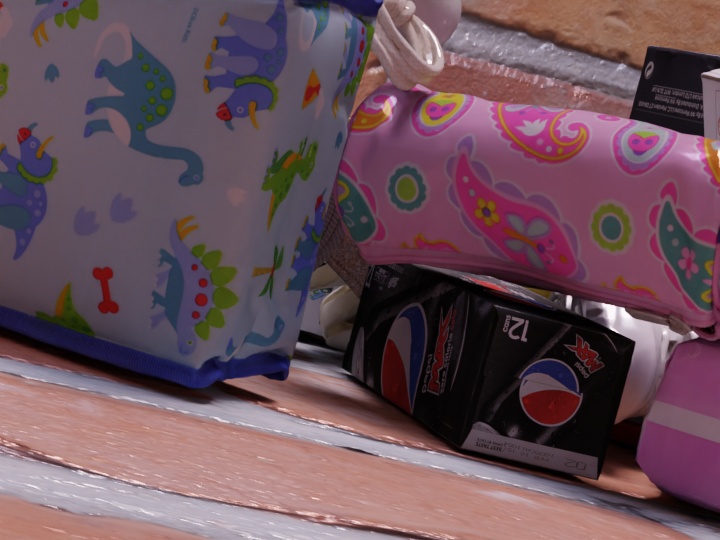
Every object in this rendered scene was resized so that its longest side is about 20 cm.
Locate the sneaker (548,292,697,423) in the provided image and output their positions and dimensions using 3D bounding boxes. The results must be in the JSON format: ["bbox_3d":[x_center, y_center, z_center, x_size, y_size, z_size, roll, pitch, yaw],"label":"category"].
[{"bbox_3d":[0.136,0.037,1.383,0.099,0.078,0.200,15,5,1],"label":"sneaker"}]

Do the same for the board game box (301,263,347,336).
[{"bbox_3d":[-0.042,0.007,1.542,0.199,0.035,0.126,17,3,-22],"label":"board game box"}]

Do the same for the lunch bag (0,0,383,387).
[{"bbox_3d":[-0.111,-0.058,1.197,0.199,0.171,0.127,15,4,19],"label":"lunch bag"}]

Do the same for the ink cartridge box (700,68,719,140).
[{"bbox_3d":[0.269,-0.008,1.474,0.174,0.202,0.084,-10,14,-23],"label":"ink cartridge box"}]

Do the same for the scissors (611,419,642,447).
[{"bbox_3d":[0.151,0.083,1.435,0.199,0.014,0.073,15,2,9],"label":"scissors"}]

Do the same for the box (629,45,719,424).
[{"bbox_3d":[0.234,0.002,1.574,0.199,0.200,0.123,15,2,-24],"label":"box"}]

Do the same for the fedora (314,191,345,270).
[{"bbox_3d":[-0.104,-0.039,1.331,0.200,0.176,0.090,47,32,-17],"label":"fedora"}]

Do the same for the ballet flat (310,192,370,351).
[{"bbox_3d":[0.000,0.000,1.446,0.200,0.067,0.068,56,10,-38],"label":"ballet flat"}]

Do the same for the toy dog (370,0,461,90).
[{"bbox_3d":[-0.049,-0.150,1.292,0.200,0.096,0.132,51,25,-16],"label":"toy dog"}]

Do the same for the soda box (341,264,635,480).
[{"bbox_3d":[0.053,0.038,1.310,0.070,0.064,0.200,14,4,-16],"label":"soda box"}]

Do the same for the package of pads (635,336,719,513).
[{"bbox_3d":[0.222,0.084,1.249,0.199,0.076,0.120,17,5,12],"label":"package of pads"}]

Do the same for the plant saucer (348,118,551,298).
[{"bbox_3d":[0.025,-0.012,1.637,0.199,0.031,0.200,26,-24,12],"label":"plant saucer"}]

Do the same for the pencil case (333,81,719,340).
[{"bbox_3d":[0.087,-0.026,1.247,0.199,0.088,0.087,14,2,29],"label":"pencil case"}]
